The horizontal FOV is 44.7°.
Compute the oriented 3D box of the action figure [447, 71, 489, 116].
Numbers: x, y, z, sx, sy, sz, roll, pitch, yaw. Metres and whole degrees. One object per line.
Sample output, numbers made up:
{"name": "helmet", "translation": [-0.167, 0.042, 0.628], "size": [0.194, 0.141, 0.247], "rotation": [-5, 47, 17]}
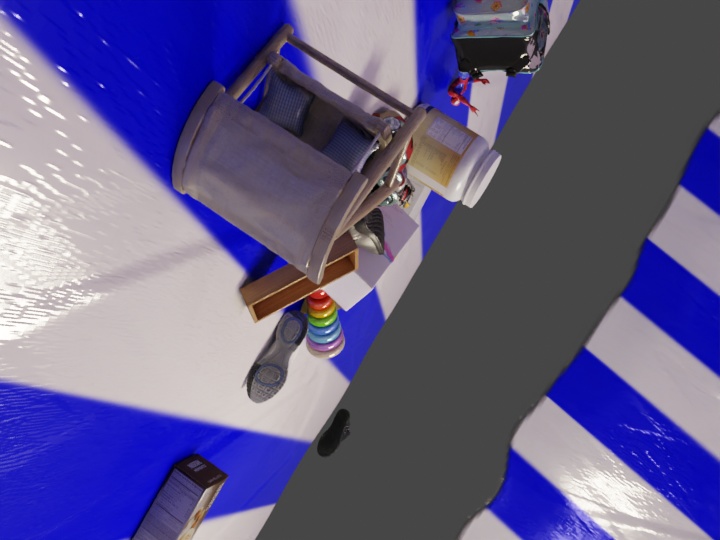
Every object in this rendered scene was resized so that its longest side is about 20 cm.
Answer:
{"name": "action figure", "translation": [0.251, -0.425, 1.912], "size": [0.065, 0.098, 0.201], "rotation": [-48, 168, -36]}

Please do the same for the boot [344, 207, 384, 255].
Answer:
{"name": "boot", "translation": [-0.032, -0.072, 1.481], "size": [0.200, 0.128, 0.071], "rotation": [51, 36, -67]}

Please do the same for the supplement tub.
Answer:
{"name": "supplement tub", "translation": [0.175, -0.233, 1.792], "size": [0.146, 0.198, 0.145], "rotation": [-54, 170, -15]}

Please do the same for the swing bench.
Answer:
{"name": "swing bench", "translation": [-0.067, -0.130, 0.951], "size": [0.201, 0.197, 0.131], "rotation": [-49, 167, -40]}

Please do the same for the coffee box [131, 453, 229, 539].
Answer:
{"name": "coffee box", "translation": [-0.343, 0.457, 1.638], "size": [0.202, 0.079, 0.114], "rotation": [-59, 170, 5]}

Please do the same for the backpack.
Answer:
{"name": "backpack", "translation": [0.262, -0.468, 1.613], "size": [0.202, 0.172, 0.155], "rotation": [-63, 145, -42]}

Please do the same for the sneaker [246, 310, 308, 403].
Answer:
{"name": "sneaker", "translation": [-0.158, 0.176, 1.751], "size": [0.202, 0.074, 0.087], "rotation": [-58, 174, -1]}

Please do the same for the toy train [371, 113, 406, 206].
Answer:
{"name": "toy train", "translation": [0.014, -0.177, 1.442], "size": [0.201, 0.111, 0.087], "rotation": [99, -7, -57]}

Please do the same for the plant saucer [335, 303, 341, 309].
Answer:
{"name": "plant saucer", "translation": [0.000, 0.000, 1.846], "size": [0.202, 0.029, 0.201], "rotation": [-57, 169, -17]}

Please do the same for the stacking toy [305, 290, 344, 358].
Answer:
{"name": "stacking toy", "translation": [-0.081, 0.082, 1.772], "size": [0.086, 0.084, 0.203], "rotation": [-49, 147, -37]}

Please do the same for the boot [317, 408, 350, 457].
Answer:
{"name": "boot", "translation": [-0.095, 0.631, 3.309], "size": [0.202, 0.075, 0.169], "rotation": [-61, 168, -23]}

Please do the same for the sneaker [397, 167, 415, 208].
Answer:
{"name": "sneaker", "translation": [0.077, -0.169, 1.742], "size": [0.078, 0.082, 0.200], "rotation": [-53, -178, 1]}

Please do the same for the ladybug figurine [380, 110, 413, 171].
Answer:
{"name": "ladybug figurine", "translation": [0.047, -0.218, 1.587], "size": [0.138, 0.071, 0.200], "rotation": [-62, 169, 16]}

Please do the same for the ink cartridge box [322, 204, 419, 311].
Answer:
{"name": "ink cartridge box", "translation": [-0.009, -0.035, 1.617], "size": [0.201, 0.125, 0.128], "rotation": [-52, -175, -32]}

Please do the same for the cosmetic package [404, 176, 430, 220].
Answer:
{"name": "cosmetic package", "translation": [0.129, -0.208, 2.005], "size": [0.203, 0.070, 0.101], "rotation": [-62, 169, 21]}

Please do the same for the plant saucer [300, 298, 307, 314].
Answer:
{"name": "plant saucer", "translation": [-0.037, -0.014, 1.839], "size": [0.200, 0.048, 0.202], "rotation": [-47, 165, -48]}

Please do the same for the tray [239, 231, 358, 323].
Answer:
{"name": "tray", "translation": [-0.097, 0.012, 1.427], "size": [0.197, 0.038, 0.099], "rotation": [-27, 163, -9]}
